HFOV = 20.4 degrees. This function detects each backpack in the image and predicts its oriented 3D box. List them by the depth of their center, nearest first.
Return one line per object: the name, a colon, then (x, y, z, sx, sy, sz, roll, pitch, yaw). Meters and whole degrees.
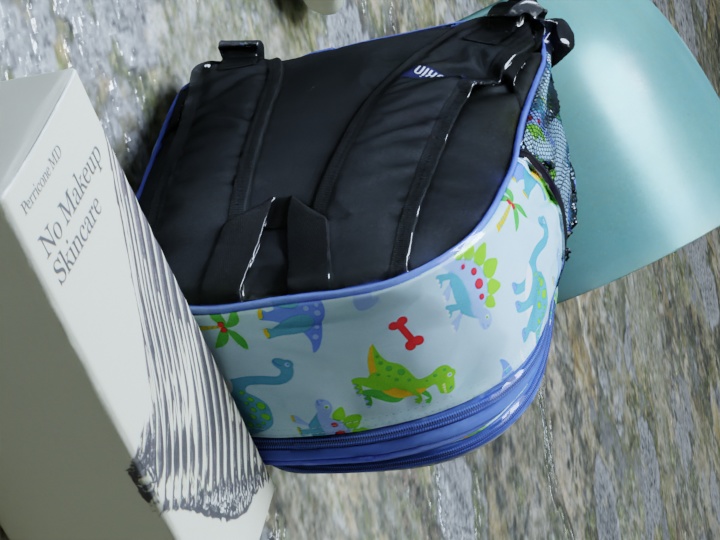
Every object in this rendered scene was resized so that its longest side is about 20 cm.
backpack: (0.000, 0.000, 0.832, 0.200, 0.182, 0.148, -70, 148, -55)

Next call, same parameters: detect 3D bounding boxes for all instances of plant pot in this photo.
plant pot: (0.114, -0.084, 1.175, 0.162, 0.200, 0.201, 65, 23, -8)

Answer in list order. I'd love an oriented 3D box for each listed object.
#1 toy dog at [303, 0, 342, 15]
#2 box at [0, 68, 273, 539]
toy dog: (0.016, -0.249, 1.056, 0.200, 0.139, 0.195, -67, 156, -55)
box: (-0.101, 0.035, 0.708, 0.082, 0.068, 0.201, -73, 148, -49)
